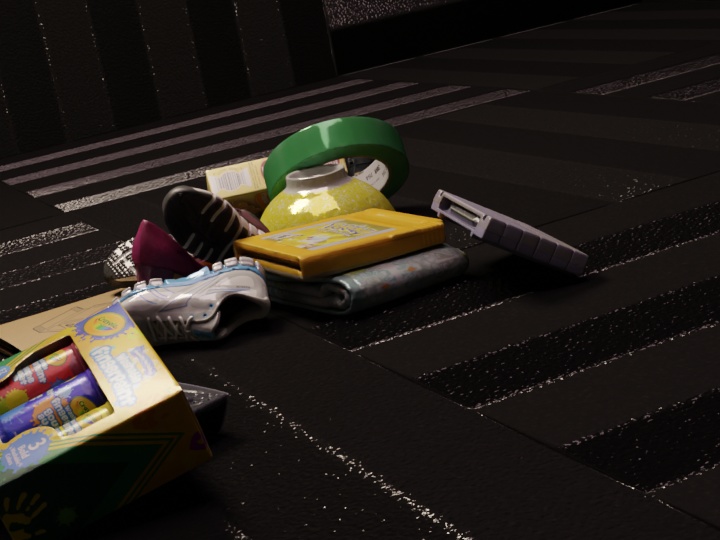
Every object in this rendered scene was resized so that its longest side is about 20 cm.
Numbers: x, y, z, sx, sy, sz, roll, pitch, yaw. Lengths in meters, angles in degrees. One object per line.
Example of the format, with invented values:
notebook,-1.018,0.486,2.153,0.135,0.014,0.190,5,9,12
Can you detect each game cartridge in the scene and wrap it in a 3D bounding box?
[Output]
game cartridge,-0.023,-0.035,1.661,0.200,0.033,0.176,-17,16,-28
game cartridge,0.165,-0.041,1.607,0.129,0.038,0.200,25,5,-17

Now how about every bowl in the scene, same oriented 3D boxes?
bowl,-0.049,-0.079,1.888,0.200,0.108,0.200,-10,14,2

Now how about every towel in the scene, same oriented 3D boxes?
towel,0.000,0.000,1.664,0.171,0.048,0.200,-21,17,-32

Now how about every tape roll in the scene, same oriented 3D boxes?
tape roll,-0.033,-0.137,1.988,0.200,0.048,0.201,-13,-26,-7

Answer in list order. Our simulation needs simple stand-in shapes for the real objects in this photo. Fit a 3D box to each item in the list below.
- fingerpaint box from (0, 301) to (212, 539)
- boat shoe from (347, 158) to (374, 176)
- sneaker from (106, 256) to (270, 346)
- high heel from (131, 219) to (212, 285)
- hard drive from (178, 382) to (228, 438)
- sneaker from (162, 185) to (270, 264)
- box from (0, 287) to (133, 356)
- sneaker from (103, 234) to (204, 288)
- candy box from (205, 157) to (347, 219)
fingerpaint box,-0.235,0.122,1.178,0.167,0.073,0.200,-27,28,-12
boat shoe,0.015,-0.176,2.311,0.074,0.062,0.200,-11,13,6
sneaker,-0.192,0.050,1.578,0.200,0.075,0.087,-21,38,-7
high heel,-0.203,-0.018,1.737,0.067,0.096,0.200,6,8,24
hard drive,-0.226,0.138,1.301,0.200,0.042,0.135,3,20,41
sneaker,-0.174,-0.054,1.743,0.076,0.200,0.116,-51,36,5
box,-0.329,0.064,1.714,0.200,0.021,0.163,-18,16,-29
sneaker,-0.230,-0.008,1.825,0.200,0.080,0.074,-16,48,-23
candy box,-0.122,-0.119,2.095,0.200,0.055,0.115,-12,-22,-8
